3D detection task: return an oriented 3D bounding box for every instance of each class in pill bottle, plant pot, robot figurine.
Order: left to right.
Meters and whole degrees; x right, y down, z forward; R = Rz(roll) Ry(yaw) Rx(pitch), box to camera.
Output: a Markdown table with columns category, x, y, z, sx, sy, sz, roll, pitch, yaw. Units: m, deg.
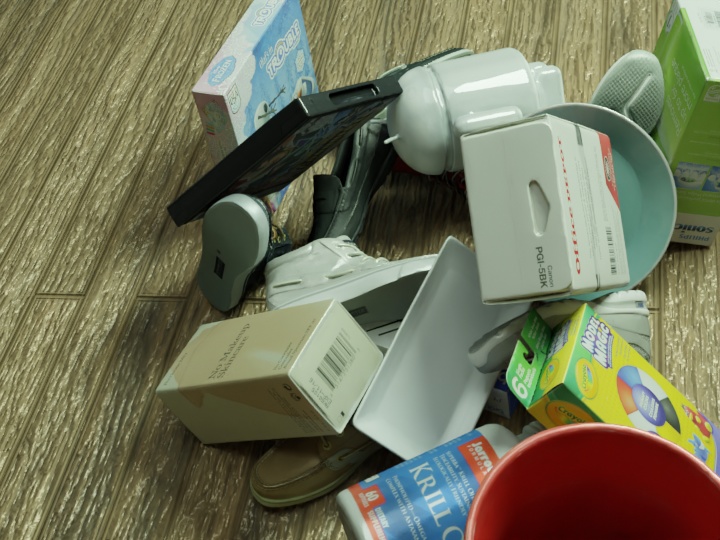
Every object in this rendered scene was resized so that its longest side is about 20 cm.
| category | x | y | z | sx | sy | sz | roll | pitch | yaw |
| --- | --- | --- | --- | --- | --- | --- | --- | --- | --- |
| robot figurine | 0.113 | -0.165 | 1.168 | 0.198 | 0.114 | 0.170 | -13 | 14 | -6 |
| pill bottle | 0.089 | 0.193 | 0.913 | 0.198 | 0.113 | 0.113 | -24 | 46 | -10 |
| plant pot | 0.170 | 0.236 | 0.794 | 0.198 | 0.178 | 0.202 | -3 | 54 | 4 |

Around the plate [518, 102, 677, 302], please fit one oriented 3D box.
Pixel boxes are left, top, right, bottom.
| category | x | y | z | sx | sy | sz | roll | pitch | yaw |
| --- | --- | --- | --- | --- | --- | --- | --- | --- | --- |
| plate | 0.210 | -0.064 | 1.104 | 0.198 | 0.203 | 0.026 | 3 | 12 | 15 |

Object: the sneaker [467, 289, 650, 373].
| category | x | y | z | sx | sy | sz | roll | pitch | yaw |
| --- | --- | --- | --- | --- | --- | --- | --- | --- | --- |
| sneaker | 0.189 | 0.070 | 0.999 | 0.198 | 0.075 | 0.083 | -10 | 77 | -26 |

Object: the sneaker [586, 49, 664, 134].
| category | x | y | z | sx | sy | sz | roll | pitch | yaw |
| --- | --- | --- | --- | --- | --- | --- | --- | --- | --- |
| sneaker | 0.254 | -0.134 | 1.138 | 0.070 | 0.202 | 0.080 | 12 | 30 | 1 |

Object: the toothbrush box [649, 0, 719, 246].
| category | x | y | z | sx | sy | sz | roll | pitch | yaw |
| --- | --- | --- | --- | --- | --- | --- | --- | --- | --- |
| toothbrush box | 0.334 | -0.148 | 1.117 | 0.085 | 0.201 | 0.147 | 5 | 46 | -5 |

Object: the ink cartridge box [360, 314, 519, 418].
| category | x | y | z | sx | sy | sz | roll | pitch | yaw |
| --- | --- | --- | --- | --- | --- | --- | --- | --- | --- |
| ink cartridge box | 0.076 | 0.064 | 1.089 | 0.199 | 0.044 | 0.094 | 19 | 55 | 28 |

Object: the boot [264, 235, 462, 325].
| category | x | y | z | sx | sy | sz | roll | pitch | yaw |
| --- | --- | --- | --- | --- | --- | --- | --- | --- | --- |
| boot | 0.000 | 0.000 | 1.083 | 0.198 | 0.074 | 0.096 | -15 | 53 | 2 |

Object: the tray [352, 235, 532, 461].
| category | x | y | z | sx | sy | sz | roll | pitch | yaw |
| --- | --- | --- | --- | --- | --- | --- | --- | --- | --- |
| tray | 0.074 | 0.079 | 1.002 | 0.107 | 0.022 | 0.201 | 34 | 68 | -14 |

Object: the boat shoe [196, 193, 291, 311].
| category | x | y | z | sx | sy | sz | roll | pitch | yaw |
| --- | --- | --- | --- | --- | --- | --- | --- | --- | --- |
| boat shoe | -0.110 | -0.037 | 1.132 | 0.071 | 0.200 | 0.091 | 45 | 61 | 6 |

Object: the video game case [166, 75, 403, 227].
| category | x | y | z | sx | sy | sz | roll | pitch | yaw |
| --- | --- | --- | --- | --- | --- | --- | --- | --- | --- |
| video game case | -0.073 | -0.120 | 1.107 | 0.199 | 0.026 | 0.180 | -34 | -4 | 34 |

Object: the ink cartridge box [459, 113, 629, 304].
| category | x | y | z | sx | sy | sz | roll | pitch | yaw |
| --- | --- | --- | --- | --- | --- | --- | --- | --- | --- |
| ink cartridge box | 0.166 | -0.049 | 0.984 | 0.082 | 0.200 | 0.149 | -9 | 87 | 27 |

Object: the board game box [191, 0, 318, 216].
| category | x | y | z | sx | sy | sz | roll | pitch | yaw |
| --- | --- | --- | --- | --- | --- | --- | --- | --- | --- |
| board game box | -0.108 | -0.182 | 1.260 | 0.043 | 0.200 | 0.201 | 9 | 49 | 20 |

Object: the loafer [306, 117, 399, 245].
| category | x | y | z | sx | sy | sz | roll | pitch | yaw |
| --- | --- | --- | --- | --- | --- | --- | --- | --- | --- |
| loafer | -0.025 | -0.078 | 1.198 | 0.068 | 0.070 | 0.202 | -5 | 56 | 64 |

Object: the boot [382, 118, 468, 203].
| category | x | y | z | sx | sy | sz | roll | pitch | yaw |
| --- | --- | --- | --- | --- | --- | --- | --- | --- | --- |
| boot | 0.096 | -0.108 | 1.236 | 0.198 | 0.073 | 0.145 | -2 | 48 | 6 |

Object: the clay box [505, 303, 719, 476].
| category | x | y | z | sx | sy | sz | roll | pitch | yaw |
| --- | --- | --- | --- | --- | --- | --- | --- | --- | --- |
| clay box | 0.210 | 0.115 | 0.907 | 0.200 | 0.048 | 0.115 | 43 | 36 | -8 |

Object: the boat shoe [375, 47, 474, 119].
| category | x | y | z | sx | sy | sz | roll | pitch | yaw |
| --- | --- | --- | --- | --- | --- | --- | --- | --- | --- |
| boat shoe | 0.050 | -0.218 | 1.347 | 0.199 | 0.076 | 0.060 | -32 | 54 | -19 |

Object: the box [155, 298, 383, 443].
| category | x | y | z | sx | sy | sz | roll | pitch | yaw |
| --- | --- | --- | --- | --- | --- | --- | --- | --- | --- |
| box | -0.086 | 0.095 | 1.012 | 0.199 | 0.078 | 0.095 | -13 | 35 | 44 |

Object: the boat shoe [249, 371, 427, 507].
| category | x | y | z | sx | sy | sz | roll | pitch | yaw |
| --- | --- | --- | --- | --- | --- | --- | --- | --- | --- |
| boat shoe | -0.017 | 0.141 | 1.019 | 0.199 | 0.067 | 0.074 | -30 | 47 | -16 |
